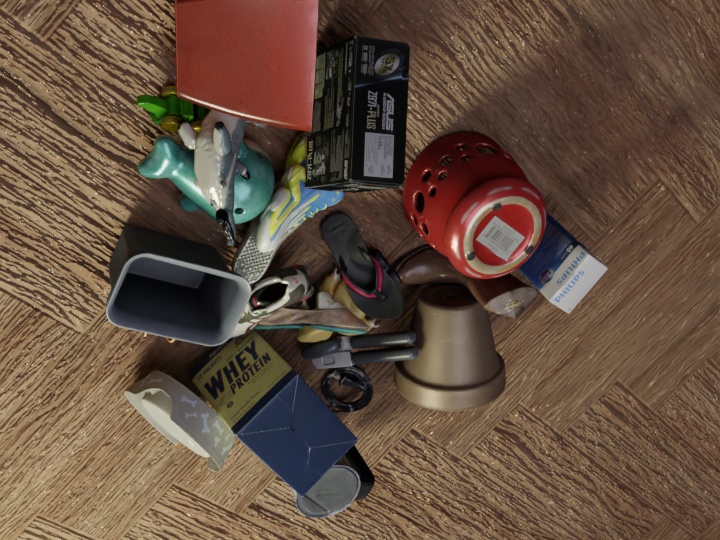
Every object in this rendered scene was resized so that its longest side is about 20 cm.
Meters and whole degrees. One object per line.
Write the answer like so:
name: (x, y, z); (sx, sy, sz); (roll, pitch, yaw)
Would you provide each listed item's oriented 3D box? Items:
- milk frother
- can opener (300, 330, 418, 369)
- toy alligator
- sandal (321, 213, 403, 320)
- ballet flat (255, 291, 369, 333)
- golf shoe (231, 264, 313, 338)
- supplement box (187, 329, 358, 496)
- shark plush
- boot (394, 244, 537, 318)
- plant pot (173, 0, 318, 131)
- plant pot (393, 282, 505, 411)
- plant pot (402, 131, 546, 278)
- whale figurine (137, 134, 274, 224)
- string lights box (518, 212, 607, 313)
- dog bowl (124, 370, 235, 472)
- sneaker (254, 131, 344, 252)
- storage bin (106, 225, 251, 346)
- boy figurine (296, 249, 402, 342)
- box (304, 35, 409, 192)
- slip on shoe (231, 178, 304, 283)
milk frother: (-0.049, 0.291, 1.752); (0.180, 0.188, 0.201); (2, 119, -26)
can opener: (-0.004, 0.137, 1.700); (0.199, 0.067, 0.054); (-7, 92, 24)
toy alligator: (-0.229, -0.219, 1.437); (0.199, 0.060, 0.054); (5, 161, -30)
sandal: (0.000, 0.000, 1.626); (0.075, 0.045, 0.200); (-32, 100, 2)
ballet flat: (-0.084, 0.066, 1.630); (0.199, 0.068, 0.068); (2, 86, 8)
golf shoe: (-0.173, 0.049, 1.582); (0.200, 0.088, 0.077); (-29, 85, 16)
supplement box: (-0.145, 0.225, 1.646); (0.134, 0.200, 0.200); (-43, 128, -8)
shark plush: (-0.178, -0.135, 1.378); (0.083, 0.091, 0.201); (-19, 99, -47)
boot: (0.174, 0.025, 1.676); (0.186, 0.200, 0.064); (-18, 126, -15)
plant pot: (-0.158, -0.313, 1.328); (0.176, 0.200, 0.200); (-2, 121, -11)
plant pot: (0.157, 0.120, 1.744); (0.200, 0.200, 0.175); (-9, 114, -19)
plant pot: (0.192, -0.101, 1.621); (0.200, 0.183, 0.201); (-12, 123, -19)
whale figurine: (-0.215, -0.131, 1.443); (0.200, 0.104, 0.159); (14, 133, -40)
string lights box: (0.321, -0.027, 1.712); (0.059, 0.200, 0.103); (30, 105, -35)
dog bowl: (-0.286, 0.240, 1.616); (0.059, 0.200, 0.200); (-50, 131, -20)
sneaker: (-0.081, -0.105, 1.511); (0.105, 0.076, 0.201); (26, 81, -17)
storage bin: (-0.287, 0.021, 1.507); (0.199, 0.134, 0.146); (16, 113, -30)
boy figurine: (-0.022, 0.059, 1.689); (0.200, 0.064, 0.124); (-42, 102, 7)
box: (-0.007, -0.215, 1.422); (0.086, 0.164, 0.201); (2, 90, -26)
slip on shoe: (-0.139, -0.070, 1.569); (0.074, 0.061, 0.200); (32, 91, -14)
